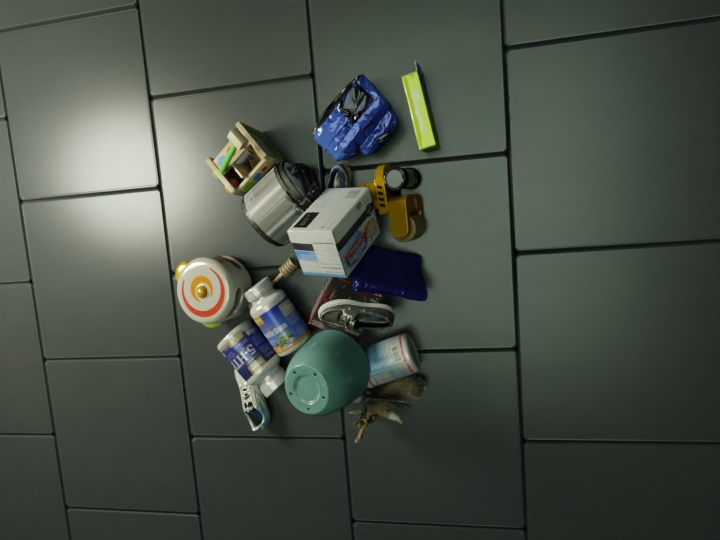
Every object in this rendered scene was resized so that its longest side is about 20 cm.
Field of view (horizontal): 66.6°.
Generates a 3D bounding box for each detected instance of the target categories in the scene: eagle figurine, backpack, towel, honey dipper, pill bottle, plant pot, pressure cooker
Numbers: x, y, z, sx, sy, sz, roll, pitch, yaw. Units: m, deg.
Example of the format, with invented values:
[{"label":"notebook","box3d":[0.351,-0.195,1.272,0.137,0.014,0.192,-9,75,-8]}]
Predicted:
[{"label":"eagle figurine","box3d":[0.067,0.353,1.469,0.149,0.153,0.201,20,124,-27]},{"label":"backpack","box3d":[-0.014,-0.364,1.376,0.200,0.163,0.168,-43,91,13]},{"label":"towel","box3d":[0.069,0.008,1.395,0.197,0.149,0.050,11,137,-18]},{"label":"honey dipper","box3d":[-0.251,0.042,1.550,0.200,0.038,0.038,-44,87,18]},{"label":"pill bottle","box3d":[0.053,0.249,1.471,0.198,0.109,0.110,-21,93,15]},{"label":"plant pot","box3d":[-0.097,0.272,1.388,0.198,0.161,0.204,6,104,24]},{"label":"pressure cooker","box3d":[-0.189,-0.183,1.429,0.199,0.178,0.177,-40,83,16]},{"label":"pill bottle","box3d":[-0.295,0.251,1.543,0.120,0.120,0.200,-43,87,14]},{"label":"pill bottle","box3d":[-0.232,0.124,1.501,0.111,0.112,0.201,-32,99,14]}]

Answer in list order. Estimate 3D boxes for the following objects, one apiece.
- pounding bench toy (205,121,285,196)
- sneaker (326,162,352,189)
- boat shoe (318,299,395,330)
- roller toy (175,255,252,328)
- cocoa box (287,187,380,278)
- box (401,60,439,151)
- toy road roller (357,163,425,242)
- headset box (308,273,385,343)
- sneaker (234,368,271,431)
[{"label":"pounding bench toy","box3d":[-0.318,-0.282,1.425,0.156,0.200,0.125,-44,78,14]},{"label":"sneaker","box3d":[-0.068,-0.182,1.450,0.074,0.088,0.203,4,100,10]},{"label":"boat shoe","box3d":[-0.011,0.122,1.383,0.197,0.067,0.071,5,120,1]},{"label":"roller toy","box3d":[-0.407,0.050,1.521,0.180,0.140,0.203,-22,87,18]},{"label":"cocoa box","box3d":[-0.059,-0.094,1.328,0.132,0.201,0.133,4,128,30]},{"label":"box","box3d":[0.149,-0.399,1.355,0.047,0.122,0.203,-13,95,15]},{"label":"toy road roller","box3d":[0.078,-0.172,1.407,0.144,0.123,0.203,-6,96,28]},{"label":"headset box","box3d":[-0.037,0.092,1.450,0.147,0.075,0.201,25,118,-9]},{"label":"sneaker","box3d":[-0.316,0.367,1.588,0.071,0.072,0.203,-20,92,16]}]
